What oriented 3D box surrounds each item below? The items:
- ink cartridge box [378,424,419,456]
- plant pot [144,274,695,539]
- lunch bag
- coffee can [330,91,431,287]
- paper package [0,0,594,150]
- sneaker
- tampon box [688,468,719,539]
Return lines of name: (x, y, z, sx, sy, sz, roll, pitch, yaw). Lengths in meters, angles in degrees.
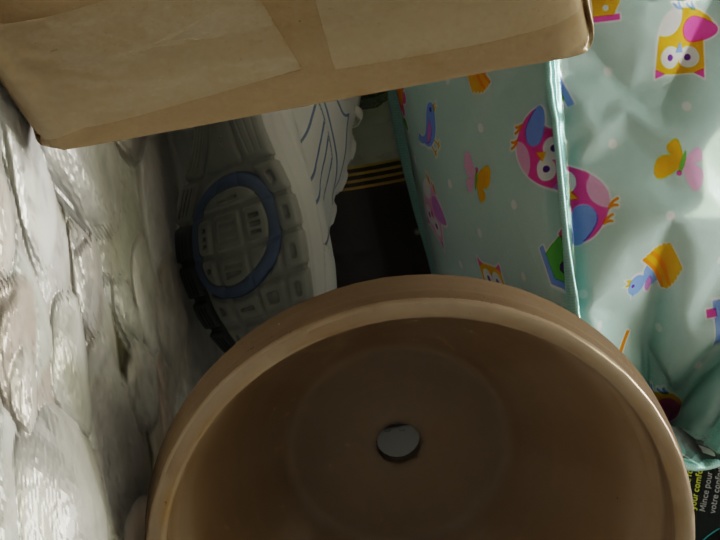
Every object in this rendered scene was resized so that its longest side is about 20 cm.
ink cartridge box: (0.009, 0.138, 1.239, 0.200, 0.083, 0.146, -78, 156, -64)
plant pot: (0.019, 0.082, 1.055, 0.093, 0.199, 0.202, -100, 176, -64)
lunch bag: (0.094, -0.021, 1.134, 0.170, 0.121, 0.201, -175, -104, -68)
coffee can: (0.012, -0.069, 1.268, 0.146, 0.145, 0.201, -60, 139, -74)
paper package: (-0.029, -0.155, 0.977, 0.104, 0.199, 0.192, 68, 16, -51)
sneaker: (-0.030, -0.053, 1.147, 0.087, 0.074, 0.201, -11, 95, -48)
tampon box: (0.139, 0.147, 1.532, 0.126, 0.199, 0.151, 60, 41, -64)
